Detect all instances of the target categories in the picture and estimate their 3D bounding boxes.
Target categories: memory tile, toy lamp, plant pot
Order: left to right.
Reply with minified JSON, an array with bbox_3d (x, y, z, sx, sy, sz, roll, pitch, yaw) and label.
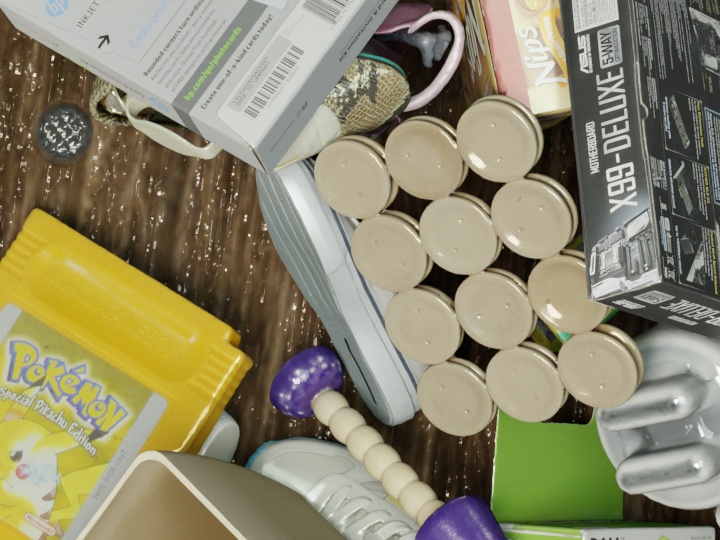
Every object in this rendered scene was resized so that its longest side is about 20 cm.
[{"bbox_3d":[-0.069,0.230,1.544,0.200,0.177,0.200,43,109,16],"label":"plant pot"},{"bbox_3d":[0.022,0.124,1.596,0.058,0.058,0.200,-40,55,-4],"label":"toy lamp"},{"bbox_3d":[0.070,-0.001,1.536,0.153,0.017,0.200,-15,107,34],"label":"memory tile"}]

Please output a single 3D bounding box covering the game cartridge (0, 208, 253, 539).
[{"bbox_3d":[-0.184,0.086,1.617,0.176,0.032,0.200,30,87,20],"label":"game cartridge"}]

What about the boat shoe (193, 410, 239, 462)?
[{"bbox_3d":[-0.154,0.162,1.637,0.068,0.072,0.200,32,95,20],"label":"boat shoe"}]

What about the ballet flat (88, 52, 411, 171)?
[{"bbox_3d":[-0.071,-0.094,1.570,0.200,0.068,0.075,8,50,21],"label":"ballet flat"}]

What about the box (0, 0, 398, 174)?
[{"bbox_3d":[-0.091,-0.167,1.549,0.200,0.041,0.156,30,76,22],"label":"box"}]

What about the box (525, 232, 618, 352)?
[{"bbox_3d":[0.163,-0.012,1.639,0.200,0.117,0.048,-39,91,-4],"label":"box"}]

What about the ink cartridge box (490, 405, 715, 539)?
[{"bbox_3d":[0.149,0.157,1.616,0.148,0.076,0.200,5,87,-49],"label":"ink cartridge box"}]

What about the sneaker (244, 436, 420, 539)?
[{"bbox_3d":[0.016,0.170,1.641,0.200,0.081,0.077,33,88,-2],"label":"sneaker"}]

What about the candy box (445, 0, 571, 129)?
[{"bbox_3d":[0.090,-0.143,1.593,0.055,0.200,0.116,-12,90,-3],"label":"candy box"}]

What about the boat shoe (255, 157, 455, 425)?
[{"bbox_3d":[0.000,0.000,1.636,0.067,0.074,0.200,-35,121,-18],"label":"boat shoe"}]

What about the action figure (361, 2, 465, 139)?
[{"bbox_3d":[-0.056,-0.145,1.615,0.200,0.149,0.134,27,93,-17],"label":"action figure"}]

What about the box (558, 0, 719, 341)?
[{"bbox_3d":[0.183,-0.069,1.506,0.050,0.158,0.200,-16,71,35],"label":"box"}]

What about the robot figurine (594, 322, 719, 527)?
[{"bbox_3d":[0.219,0.075,1.617,0.113,0.200,0.170,-10,99,34],"label":"robot figurine"}]
